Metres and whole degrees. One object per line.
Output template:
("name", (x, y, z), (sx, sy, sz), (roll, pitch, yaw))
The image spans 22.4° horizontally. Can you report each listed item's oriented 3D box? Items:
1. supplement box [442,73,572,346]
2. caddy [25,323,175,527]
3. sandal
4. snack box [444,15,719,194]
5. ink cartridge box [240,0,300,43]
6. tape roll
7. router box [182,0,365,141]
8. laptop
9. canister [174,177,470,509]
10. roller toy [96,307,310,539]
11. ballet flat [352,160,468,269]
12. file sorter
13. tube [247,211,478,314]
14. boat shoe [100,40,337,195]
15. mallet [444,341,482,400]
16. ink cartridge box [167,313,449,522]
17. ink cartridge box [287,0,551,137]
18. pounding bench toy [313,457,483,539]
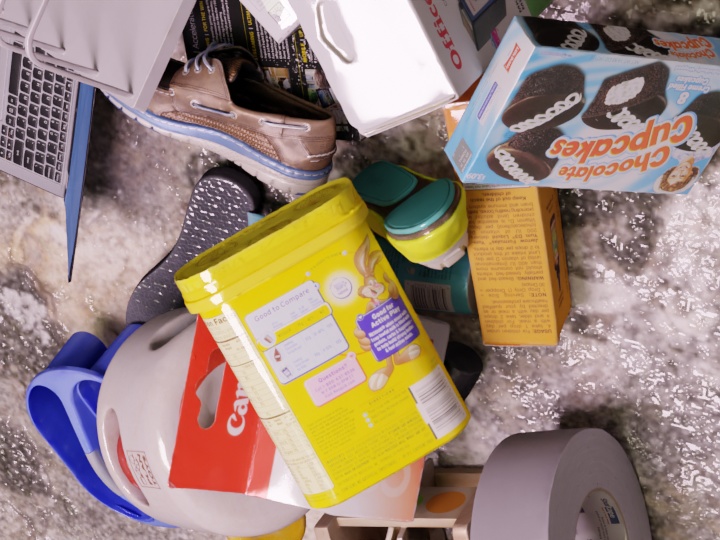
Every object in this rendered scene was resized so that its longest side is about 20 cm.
("supplement box", (0.112, -0.044, 1.359), (0.069, 0.067, 0.201), (-4, 114, 20))
("caddy", (-0.201, 0.141, 1.578), (0.141, 0.105, 0.200), (-8, 129, 35))
("sandal", (-0.134, -0.004, 1.535), (0.076, 0.043, 0.200), (32, 122, -3))
("snack box", (0.167, -0.109, 1.233), (0.116, 0.199, 0.037), (-63, 40, 36))
("ink cartridge box", (-0.090, -0.260, 1.255), (0.200, 0.109, 0.050), (47, 122, -5))
("tape roll", (0.159, 0.223, 1.398), (0.066, 0.200, 0.201), (-9, 111, 30))
("router box", (-0.066, -0.202, 1.380), (0.149, 0.051, 0.201), (6, 118, 27))
("laptop", (-0.282, -0.127, 1.496), (0.199, 0.116, 0.188), (24, 124, 15))
("canister", (-0.025, 0.055, 1.329), (0.148, 0.087, 0.201), (-29, 101, -2))
("roller toy", (-0.109, 0.122, 1.459), (0.182, 0.201, 0.140), (25, 166, -27))
("ballet flat", (0.046, -0.036, 1.348), (0.067, 0.200, 0.067), (-37, 109, -5))
("file sorter", (-0.229, -0.229, 1.334), (0.200, 0.124, 0.139), (33, 102, 39))
("tube", (0.000, 0.000, 1.447), (0.199, 0.050, 0.078), (6, 104, 21))
("boat shoe", (-0.104, -0.133, 1.369), (0.199, 0.072, 0.073), (25, 123, 6))
("mallet", (0.015, 0.037, 1.480), (0.200, 0.041, 0.066), (45, 125, 5))
("ink cartridge box", (-0.036, 0.101, 1.388), (0.050, 0.199, 0.163), (14, 94, 59))
("ink cartridge box", (0.037, -0.199, 1.234), (0.087, 0.200, 0.146), (-19, 105, 34))
("pounding bench toy", (0.079, 0.264, 1.510), (0.155, 0.124, 0.201), (-3, 114, 29))
